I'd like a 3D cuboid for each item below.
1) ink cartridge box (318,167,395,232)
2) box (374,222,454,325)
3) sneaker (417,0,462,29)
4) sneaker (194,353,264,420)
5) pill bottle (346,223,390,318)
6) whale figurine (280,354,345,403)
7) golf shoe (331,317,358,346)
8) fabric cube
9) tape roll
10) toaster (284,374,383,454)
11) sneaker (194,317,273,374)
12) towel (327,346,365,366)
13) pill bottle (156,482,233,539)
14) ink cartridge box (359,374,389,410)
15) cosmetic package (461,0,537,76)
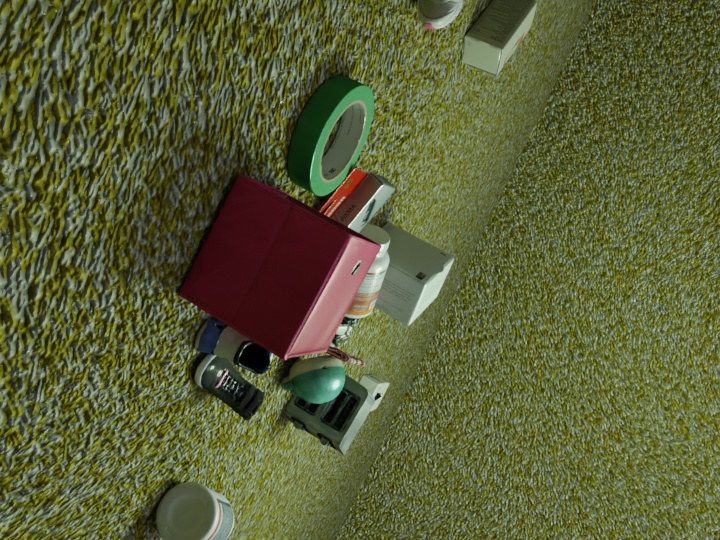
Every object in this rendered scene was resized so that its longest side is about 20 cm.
[{"bbox_3d":[-0.031,-0.103,1.372,0.200,0.044,0.174,-49,168,13],"label":"ink cartridge box"},{"bbox_3d":[0.094,0.004,1.756,0.199,0.200,0.131,-37,152,-56],"label":"box"},{"bbox_3d":[0.153,-0.536,1.274,0.088,0.081,0.200,24,86,-73],"label":"sneaker"},{"bbox_3d":[-0.225,0.207,1.264,0.071,0.099,0.200,-55,162,-18],"label":"sneaker"},{"bbox_3d":[0.000,0.000,1.612,0.112,0.112,0.200,-40,153,-54],"label":"pill bottle"},{"bbox_3d":[-0.108,0.272,1.679,0.159,0.104,0.200,-7,157,-23],"label":"whale figurine"},{"bbox_3d":[-0.059,0.149,1.741,0.095,0.078,0.200,-63,163,3],"label":"golf shoe"},{"bbox_3d":[-0.113,-0.002,1.079,0.200,0.200,0.196,-62,166,4],"label":"fabric cube"},{"bbox_3d":[-0.048,-0.226,1.198,0.201,0.048,0.201,-55,164,-25],"label":"tape roll"},{"bbox_3d":[-0.072,0.347,1.836,0.200,0.181,0.119,-57,163,-14],"label":"toaster"},{"bbox_3d":[-0.186,0.127,1.222,0.081,0.115,0.199,-65,164,14],"label":"sneaker"},{"bbox_3d":[-0.068,0.181,1.637,0.023,0.144,0.200,-65,165,-5],"label":"towel"},{"bbox_3d":[-0.318,0.494,1.412,0.120,0.119,0.200,-57,163,-18],"label":"pill bottle"},{"bbox_3d":[0.033,0.437,2.536,0.115,0.068,0.200,-62,164,0],"label":"ink cartridge box"},{"bbox_3d":[0.338,-0.581,1.732,0.200,0.103,0.087,-53,161,-26],"label":"cosmetic package"}]
